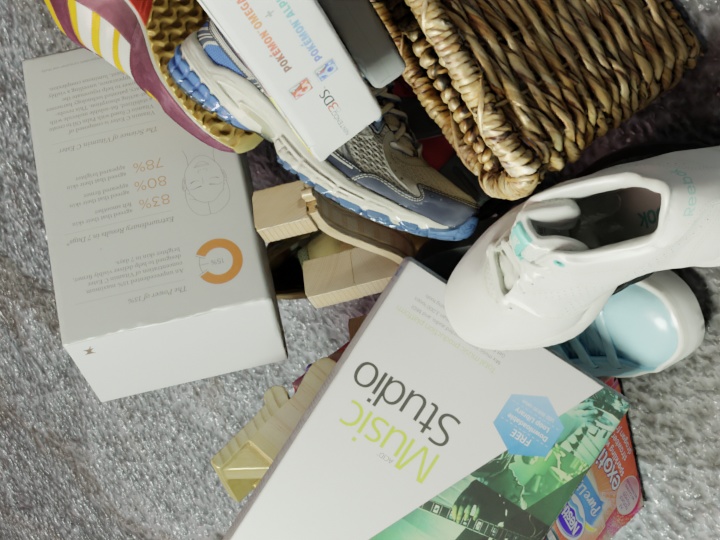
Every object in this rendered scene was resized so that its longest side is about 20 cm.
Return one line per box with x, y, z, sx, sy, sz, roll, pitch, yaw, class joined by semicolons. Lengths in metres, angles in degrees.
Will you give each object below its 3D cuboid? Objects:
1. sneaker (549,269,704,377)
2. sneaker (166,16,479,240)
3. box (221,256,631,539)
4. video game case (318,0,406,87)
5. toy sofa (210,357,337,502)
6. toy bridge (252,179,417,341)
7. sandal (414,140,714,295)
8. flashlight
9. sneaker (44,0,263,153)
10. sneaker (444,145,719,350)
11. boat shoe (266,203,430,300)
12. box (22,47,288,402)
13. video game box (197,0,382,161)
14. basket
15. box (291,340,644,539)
0.103;0.042;0.935;0.200;0.082;0.074;-8;113;53;sneaker
-0.012;-0.090;0.875;0.200;0.077;0.085;36;99;18;sneaker
0.031;0.114;0.884;0.144;0.200;0.036;32;-177;-3;box
-0.059;-0.202;0.802;0.200;0.023;0.182;54;-178;-41;video game case
0.014;0.152;0.982;0.200;0.098;0.083;40;166;19;toy sofa
0.000;0.000;0.958;0.200;0.067;0.027;56;-156;-60;toy bridge
0.114;-0.008;0.863;0.200;0.048;0.075;-25;130;37;sandal
0.016;-0.112;0.934;0.200;0.068;0.068;53;138;13;flashlight
-0.129;-0.148;0.982;0.200;0.075;0.090;53;154;-3;sneaker
0.094;-0.013;0.773;0.200;0.088;0.075;-28;71;46;sneaker
-0.004;-0.012;1.024;0.072;0.076;0.200;58;145;-4;boat shoe
-0.127;-0.038;1.018;0.098;0.124;0.200;79;178;-65;box
-0.078;-0.167;0.737;0.200;0.047;0.182;56;180;28;video game box
0.039;-0.134;0.807;0.200;0.149;0.143;58;146;-6;basket
0.065;0.108;1.026;0.200;0.095;0.103;14;128;44;box
